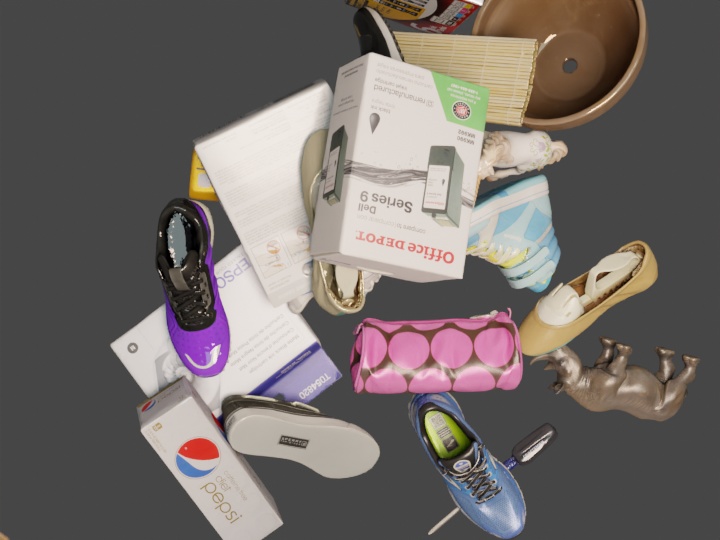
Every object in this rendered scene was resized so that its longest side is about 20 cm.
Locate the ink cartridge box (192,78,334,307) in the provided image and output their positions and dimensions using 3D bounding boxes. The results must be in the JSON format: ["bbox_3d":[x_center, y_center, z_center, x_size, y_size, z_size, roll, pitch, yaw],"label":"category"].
[{"bbox_3d":[-0.071,-0.085,1.117,0.161,0.057,0.201,-26,110,-3],"label":"ink cartridge box"}]

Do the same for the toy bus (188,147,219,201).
[{"bbox_3d":[-0.093,-0.111,1.161,0.198,0.065,0.079,6,92,-6],"label":"toy bus"}]

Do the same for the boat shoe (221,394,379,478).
[{"bbox_3d":[-0.067,0.184,1.169,0.199,0.064,0.071,21,109,-29],"label":"boat shoe"}]

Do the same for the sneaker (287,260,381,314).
[{"bbox_3d":[0.000,0.000,1.166,0.198,0.075,0.088,-16,86,-3],"label":"sneaker"}]

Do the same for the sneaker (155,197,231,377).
[{"bbox_3d":[-0.189,0.018,1.098,0.069,0.100,0.202,-10,87,0],"label":"sneaker"}]

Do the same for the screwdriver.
[{"bbox_3d":[0.156,0.251,1.220,0.199,0.028,0.029,-36,124,-2],"label":"screwdriver"}]

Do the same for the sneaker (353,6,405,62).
[{"bbox_3d":[0.014,-0.201,1.134,0.089,0.070,0.202,-22,75,2],"label":"sneaker"}]

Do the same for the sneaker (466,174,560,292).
[{"bbox_3d":[0.158,-0.023,1.155,0.199,0.079,0.132,-24,99,-32],"label":"sneaker"}]

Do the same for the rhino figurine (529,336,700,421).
[{"bbox_3d":[0.300,0.128,1.212,0.198,0.060,0.088,10,95,-4],"label":"rhino figurine"}]

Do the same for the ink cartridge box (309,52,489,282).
[{"bbox_3d":[0.041,-0.098,1.026,0.145,0.084,0.202,11,84,-25],"label":"ink cartridge box"}]

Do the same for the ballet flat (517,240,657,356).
[{"bbox_3d":[0.263,0.026,1.200,0.199,0.069,0.063,-32,139,-9],"label":"ballet flat"}]

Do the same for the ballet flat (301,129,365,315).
[{"bbox_3d":[-0.024,-0.048,1.076,0.069,0.070,0.202,-7,104,-6],"label":"ballet flat"}]

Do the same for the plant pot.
[{"bbox_3d":[0.232,-0.250,1.157,0.199,0.093,0.203,-5,77,24],"label":"plant pot"}]

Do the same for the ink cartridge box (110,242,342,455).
[{"bbox_3d":[-0.153,0.105,1.174,0.199,0.041,0.201,-38,95,-3],"label":"ink cartridge box"}]

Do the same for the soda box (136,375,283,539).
[{"bbox_3d":[-0.168,0.219,1.136,0.068,0.064,0.201,-33,114,-5],"label":"soda box"}]

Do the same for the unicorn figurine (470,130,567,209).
[{"bbox_3d":[0.150,-0.128,1.129,0.199,0.137,0.075,-22,99,-28],"label":"unicorn figurine"}]

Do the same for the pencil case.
[{"bbox_3d":[0.086,0.094,1.176,0.198,0.091,0.095,-3,92,-4],"label":"pencil case"}]

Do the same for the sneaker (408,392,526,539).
[{"bbox_3d":[0.120,0.230,1.172,0.078,0.089,0.201,-37,89,6],"label":"sneaker"}]

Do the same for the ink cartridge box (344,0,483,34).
[{"bbox_3d":[0.042,-0.334,1.099,0.174,0.200,0.085,18,91,-6],"label":"ink cartridge box"}]

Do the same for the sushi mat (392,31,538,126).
[{"bbox_3d":[0.102,-0.221,1.151,0.198,0.012,0.097,10,89,28],"label":"sushi mat"}]
